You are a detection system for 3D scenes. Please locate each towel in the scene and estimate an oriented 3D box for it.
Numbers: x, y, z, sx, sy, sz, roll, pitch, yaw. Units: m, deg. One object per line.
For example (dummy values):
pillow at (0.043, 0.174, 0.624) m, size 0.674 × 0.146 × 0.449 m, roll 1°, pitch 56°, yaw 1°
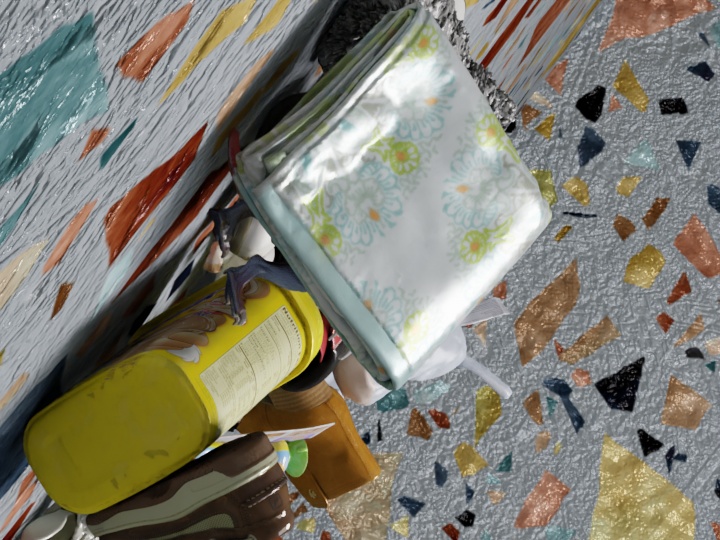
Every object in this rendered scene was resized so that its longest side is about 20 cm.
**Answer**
towel at (0.025, -0.048, 1.460) m, size 0.171 × 0.200 × 0.048 m, roll -45°, pitch -148°, yaw -17°

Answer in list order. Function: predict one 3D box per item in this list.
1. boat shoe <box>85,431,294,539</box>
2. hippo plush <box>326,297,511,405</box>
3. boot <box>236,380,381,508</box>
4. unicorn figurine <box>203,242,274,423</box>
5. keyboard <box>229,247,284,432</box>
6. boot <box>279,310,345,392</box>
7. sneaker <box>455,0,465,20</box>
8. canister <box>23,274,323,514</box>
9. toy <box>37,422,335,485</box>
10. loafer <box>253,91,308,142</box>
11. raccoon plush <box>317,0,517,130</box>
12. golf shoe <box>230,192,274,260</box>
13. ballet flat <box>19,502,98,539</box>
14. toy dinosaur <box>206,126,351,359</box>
boat shoe at (-0.112, 0.167, 1.481) m, size 0.075 × 0.075 × 0.202 m, roll -32°, pitch -176°, yaw -34°
hippo plush at (0.002, 0.036, 1.940) m, size 0.199 × 0.161 × 0.160 m, roll 0°, pitch 177°, yaw -42°
boot at (-0.078, 0.137, 1.906) m, size 0.201 × 0.145 × 0.071 m, roll -12°, pitch -157°, yaw 50°
unicorn figurine at (-0.082, 0.008, 1.688) m, size 0.137 × 0.073 × 0.201 m, roll -70°, pitch -175°, yaw -72°
keyboard at (-0.092, 0.030, 1.800) m, size 0.104 × 0.039 × 0.201 m, roll 123°, pitch -17°, yaw -74°
boot at (0.000, 0.000, 1.738) m, size 0.201 × 0.072 × 0.144 m, roll -59°, pitch 178°, yaw 15°
sneaker at (0.053, -0.132, 1.736) m, size 0.074 × 0.079 × 0.201 m, roll 63°, pitch 40°, yaw -53°
canister at (-0.124, 0.078, 1.531) m, size 0.148 × 0.087 × 0.200 m, roll -30°, pitch -175°, yaw 25°
toy at (-0.125, 0.153, 1.690) m, size 0.199 × 0.048 × 0.115 m, roll -7°, pitch 165°, yaw -37°
loafer at (0.012, -0.069, 1.562) m, size 0.199 × 0.071 × 0.073 m, roll 14°, pitch 103°, yaw -43°
raccoon plush at (0.051, -0.145, 1.504) m, size 0.097 × 0.134 × 0.200 m, roll -51°, pitch 175°, yaw -16°
golf shoe at (-0.018, -0.075, 1.623) m, size 0.200 × 0.092 × 0.073 m, roll -50°, pitch 178°, yaw -25°
ballet flat at (-0.266, 0.244, 1.753) m, size 0.200 × 0.072 × 0.072 m, roll -53°, pitch 177°, yaw -42°
toy dinosaur at (-0.003, -0.010, 1.501) m, size 0.180 × 0.106 × 0.200 m, roll -9°, pitch 151°, yaw -15°
